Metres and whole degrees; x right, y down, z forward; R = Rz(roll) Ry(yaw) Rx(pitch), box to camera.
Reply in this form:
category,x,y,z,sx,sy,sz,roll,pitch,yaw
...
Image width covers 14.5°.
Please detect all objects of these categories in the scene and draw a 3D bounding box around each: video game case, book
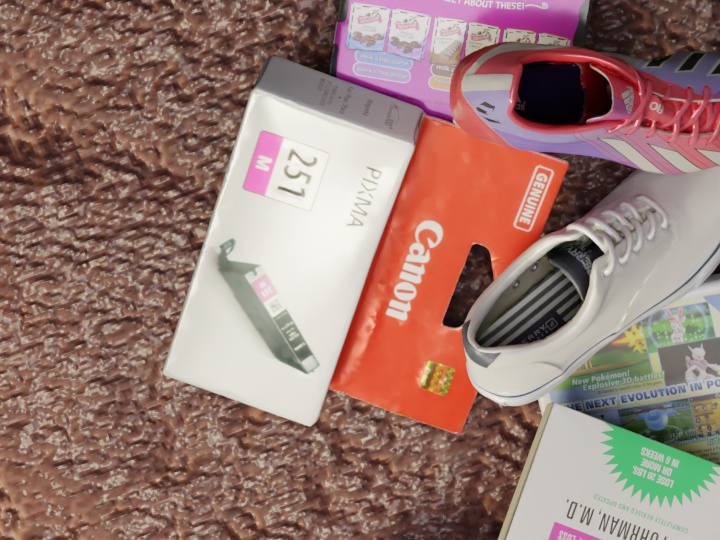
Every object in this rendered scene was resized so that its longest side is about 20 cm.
category,x,y,z,sx,sy,sz,roll,pitch,yaw
video game case,0.205,0.092,1.582,0.199,0.022,0.183,-10,104,15
book,0.132,0.190,1.551,0.133,0.048,0.201,20,83,-1

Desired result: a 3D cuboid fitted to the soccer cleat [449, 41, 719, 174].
category,x,y,z,sx,sy,sz,roll,pitch,yaw
soccer cleat,0.142,-0.086,1.474,0.199,0.076,0.067,4,91,-23

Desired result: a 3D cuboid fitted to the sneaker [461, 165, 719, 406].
category,x,y,z,sx,sy,sz,roll,pitch,yaw
sneaker,0.137,-0.005,1.528,0.200,0.071,0.073,-45,69,-5

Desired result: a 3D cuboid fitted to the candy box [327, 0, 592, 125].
category,x,y,z,sx,sy,sz,roll,pitch,yaw
candy box,0.063,-0.181,1.520,0.136,0.061,0.201,10,105,1

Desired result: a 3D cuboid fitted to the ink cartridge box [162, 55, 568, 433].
category,x,y,z,sx,sy,sz,roll,pitch,yaw
ink cartridge box,0.000,0.000,1.547,0.173,0.044,0.200,20,123,-1
